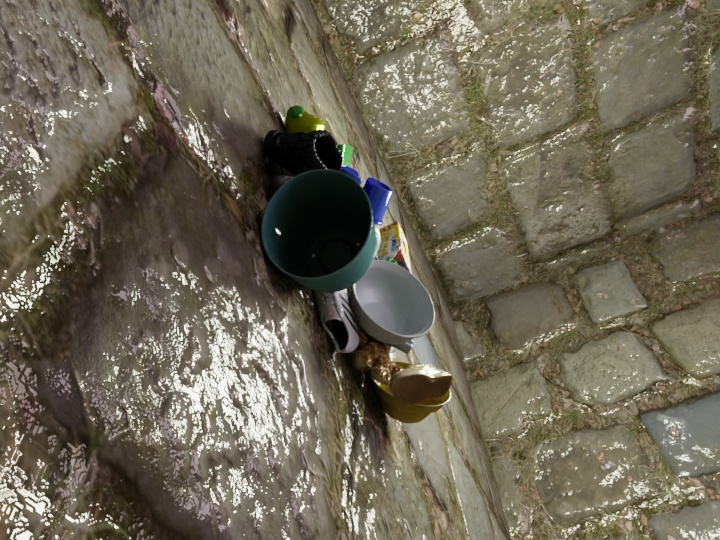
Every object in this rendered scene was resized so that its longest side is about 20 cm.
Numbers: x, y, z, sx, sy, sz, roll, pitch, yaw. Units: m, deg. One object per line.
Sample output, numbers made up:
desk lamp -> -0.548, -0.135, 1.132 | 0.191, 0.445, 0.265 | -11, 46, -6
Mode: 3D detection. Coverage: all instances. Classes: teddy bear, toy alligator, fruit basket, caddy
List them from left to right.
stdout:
fruit basket -> -0.103, -0.309, 1.399 | 0.216, 0.151, 0.222 | -7, 90, -84
caddy -> -0.009, -0.159, 1.260 | 0.139, 0.107, 0.200 | 22, 13, -9
teddy bear -> 0.037, 0.190, 1.267 | 0.144, 0.068, 0.199 | 36, 9, 19
toy alligator -> 0.051, 0.011, 1.342 | 0.060, 0.053, 0.204 | 76, 27, -66

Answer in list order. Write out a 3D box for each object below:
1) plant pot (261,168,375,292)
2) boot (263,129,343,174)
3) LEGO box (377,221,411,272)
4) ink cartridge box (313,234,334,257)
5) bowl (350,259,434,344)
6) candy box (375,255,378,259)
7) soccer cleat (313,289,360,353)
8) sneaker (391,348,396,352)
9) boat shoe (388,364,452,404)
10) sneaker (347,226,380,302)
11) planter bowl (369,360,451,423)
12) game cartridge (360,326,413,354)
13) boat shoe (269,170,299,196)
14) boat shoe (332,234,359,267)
plant pot -> -0.060, -0.053, 1.031 | 0.161, 0.196, 0.205 | 59, 14, -66
boot -> -0.087, -0.233, 1.193 | 0.209, 0.155, 0.082 | 12, 88, -53
LEGO box -> 0.061, -0.040, 1.629 | 0.201, 0.146, 0.078 | -91, 156, -60
ink cartridge box -> -0.076, -0.033, 1.276 | 0.202, 0.036, 0.096 | -88, 155, -59
bowl -> 0.053, 0.084, 1.218 | 0.197, 0.091, 0.204 | 19, 42, -18
candy box -> 0.000, -0.081, 1.475 | 0.137, 0.060, 0.205 | 73, 1, -78
soccer cleat -> -0.056, 0.069, 1.132 | 0.204, 0.067, 0.085 | 70, 18, 1
sneaker -> 0.048, 0.126, 1.475 | 0.204, 0.076, 0.099 | 68, 16, -1
boat shoe -> 0.121, 0.243, 1.246 | 0.197, 0.075, 0.069 | 12, 12, -46
sneaker -> 0.000, 0.000, 1.283 | 0.120, 0.072, 0.203 | -93, -162, -45
planter bowl -> 0.107, 0.296, 1.326 | 0.201, 0.196, 0.085 | -67, 173, -73
game cartridge -> 0.062, 0.130, 1.348 | 0.131, 0.041, 0.200 | 31, 10, 0
boat shoe -> -0.132, -0.170, 1.170 | 0.200, 0.073, 0.075 | -44, 112, -78
boat shoe -> -0.021, -0.036, 1.195 | 0.076, 0.073, 0.200 | 58, -1, -24
